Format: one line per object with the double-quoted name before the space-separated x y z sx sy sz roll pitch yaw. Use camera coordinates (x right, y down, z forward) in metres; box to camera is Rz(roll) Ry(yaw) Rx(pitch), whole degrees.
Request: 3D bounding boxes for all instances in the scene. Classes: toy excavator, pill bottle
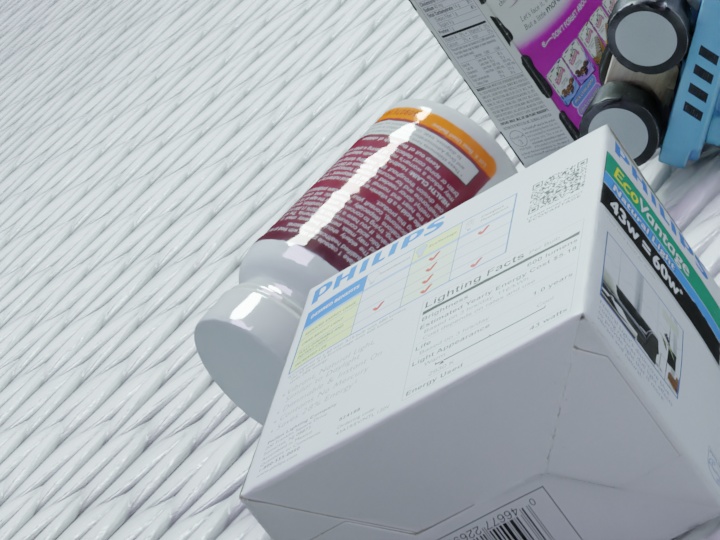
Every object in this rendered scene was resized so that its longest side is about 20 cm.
"toy excavator" 0.244 -0.137 1.432 0.100 0.199 0.195 -68 -8 -55
"pill bottle" 0.000 0.000 1.493 0.200 0.114 0.114 -46 21 -27

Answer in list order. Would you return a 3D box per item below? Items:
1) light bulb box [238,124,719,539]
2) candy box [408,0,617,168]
"light bulb box" 0.068 0.060 1.223 0.198 0.125 0.200 -29 20 22
"candy box" 0.102 -0.186 1.618 0.061 0.200 0.136 -15 28 45
